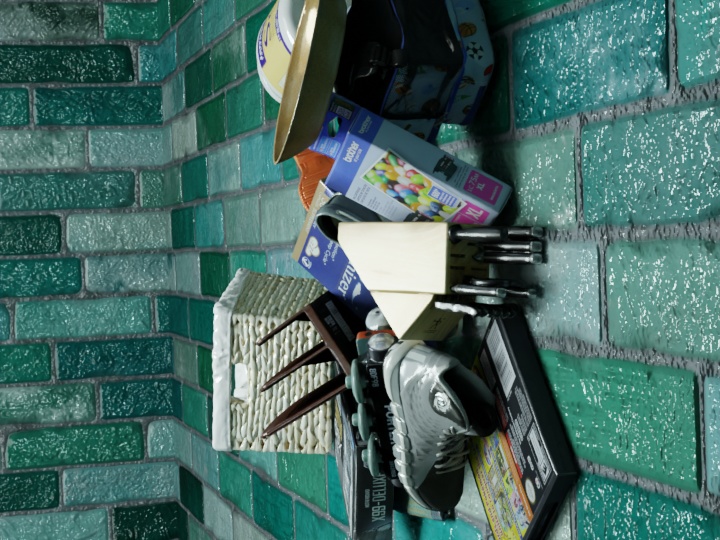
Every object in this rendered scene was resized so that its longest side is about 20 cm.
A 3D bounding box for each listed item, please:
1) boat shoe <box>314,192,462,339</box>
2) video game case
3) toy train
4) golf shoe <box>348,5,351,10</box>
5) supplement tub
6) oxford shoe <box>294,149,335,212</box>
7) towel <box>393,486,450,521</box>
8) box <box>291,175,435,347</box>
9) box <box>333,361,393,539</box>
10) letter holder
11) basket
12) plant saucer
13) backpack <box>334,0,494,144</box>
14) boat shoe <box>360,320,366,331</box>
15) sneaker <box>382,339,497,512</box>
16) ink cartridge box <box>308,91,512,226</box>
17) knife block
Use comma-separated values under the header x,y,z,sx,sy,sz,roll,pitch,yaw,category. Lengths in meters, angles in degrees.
x,y,z,sx,sy,sz,roll,pitch,yaw,category
0.027,0.001,1.599,0.200,0.062,0.073,51,133,7,boat shoe
0.146,0.165,1.464,0.181,0.025,0.201,105,156,-47,video game case
0.035,0.134,1.612,0.114,0.085,0.201,-86,-12,-54,toy train
-0.016,-0.250,1.709,0.200,0.078,0.097,-56,5,-12,golf shoe
-0.048,-0.283,1.863,0.200,0.145,0.146,146,121,-71,supplement tub
-0.048,-0.111,2.062,0.200,0.071,0.073,-103,-1,-47,oxford shoe
0.064,0.215,1.772,0.200,0.022,0.147,164,103,-73,towel
0.015,-0.001,1.677,0.200,0.032,0.121,40,133,20,box
0.003,0.216,1.840,0.200,0.050,0.158,-105,14,-58,box
-0.068,0.104,1.732,0.101,0.142,0.200,56,-169,0,letter holder
-0.105,0.120,1.998,0.200,0.160,0.199,-70,-17,-72,basket
-0.048,-0.199,1.505,0.200,0.035,0.201,-168,90,-81,plant saucer
0.044,-0.215,1.543,0.191,0.153,0.201,120,152,-47,backpack
0.000,0.000,1.759,0.200,0.065,0.073,58,149,8,boat shoe
0.090,0.166,1.494,0.115,0.075,0.201,13,128,45,sneaker
0.041,-0.092,1.508,0.042,0.199,0.119,-60,1,-27,ink cartridge box
0.083,-0.024,1.461,0.176,0.064,0.200,-53,53,30,knife block
